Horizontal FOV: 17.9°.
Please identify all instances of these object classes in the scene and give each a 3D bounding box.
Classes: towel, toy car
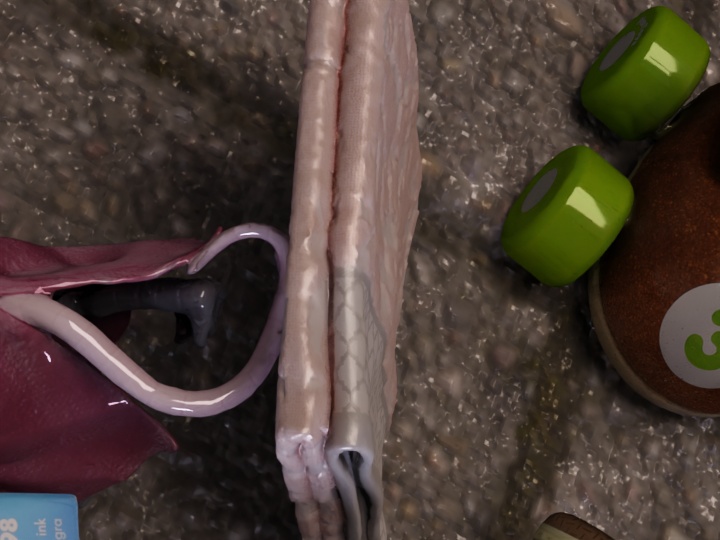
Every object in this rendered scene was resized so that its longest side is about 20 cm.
[{"bbox_3d":[0.000,0.000,0.788,0.032,0.200,0.193,2,69,4],"label":"towel"},{"bbox_3d":[0.184,-0.033,0.890,0.164,0.200,0.158,38,59,-12],"label":"toy car"}]

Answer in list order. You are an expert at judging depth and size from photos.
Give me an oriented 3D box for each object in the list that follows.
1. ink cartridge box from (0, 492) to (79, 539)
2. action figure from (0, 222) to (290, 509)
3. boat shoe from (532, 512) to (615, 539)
[{"bbox_3d":[-0.194,0.108,0.686,0.199,0.116,0.067,4,72,-28],"label":"ink cartridge box"},{"bbox_3d":[-0.144,0.014,0.736,0.199,0.148,0.135,30,67,-32],"label":"action figure"},{"bbox_3d":[0.124,0.175,0.816,0.200,0.072,0.076,43,90,5],"label":"boat shoe"}]
